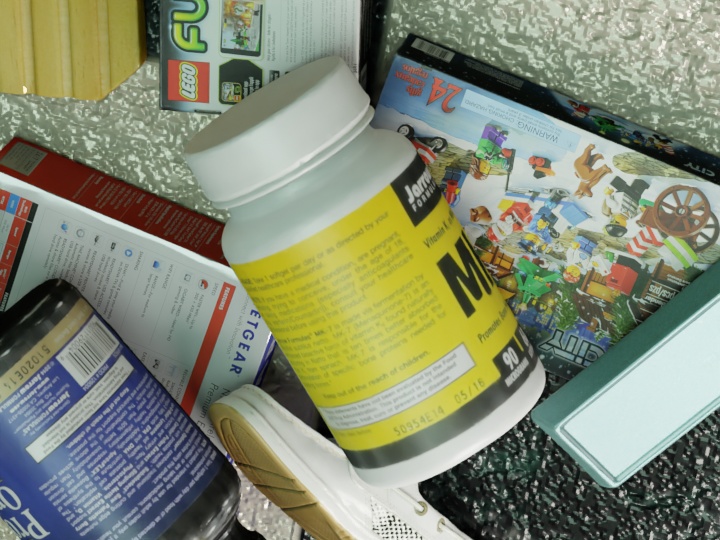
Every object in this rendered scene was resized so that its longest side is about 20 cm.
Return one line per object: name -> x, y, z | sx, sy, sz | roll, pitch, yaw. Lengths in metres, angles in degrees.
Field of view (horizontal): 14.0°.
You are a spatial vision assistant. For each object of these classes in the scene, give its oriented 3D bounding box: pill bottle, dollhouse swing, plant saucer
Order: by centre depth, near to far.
pill bottle -> 0.000, 0.000, 1.492 | 0.114, 0.114, 0.200 | -26, 105, 22
dollhouse swing -> -0.211, -0.168, 1.499 | 0.199, 0.182, 0.176 | 6, 102, 11
plant saucer -> 0.185, 0.037, 1.522 | 0.200, 0.019, 0.070 | -39, 121, 12
pill bottle -> -0.135, 0.111, 1.559 | 0.112, 0.112, 0.200 | -37, 99, 24

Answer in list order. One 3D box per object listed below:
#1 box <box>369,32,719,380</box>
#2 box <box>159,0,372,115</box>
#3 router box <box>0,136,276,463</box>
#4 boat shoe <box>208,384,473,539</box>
box -> 0.092, -0.024, 1.544 | 0.200, 0.038, 0.137 | 22, 115, 4
box -> -0.048, -0.177, 1.515 | 0.110, 0.035, 0.200 | 6, 113, 9
router box -> -0.147, 0.052, 1.627 | 0.179, 0.049, 0.200 | 23, 115, 3
boat shoe -> 0.001, 0.119, 1.602 | 0.200, 0.071, 0.069 | 44, 74, -24
